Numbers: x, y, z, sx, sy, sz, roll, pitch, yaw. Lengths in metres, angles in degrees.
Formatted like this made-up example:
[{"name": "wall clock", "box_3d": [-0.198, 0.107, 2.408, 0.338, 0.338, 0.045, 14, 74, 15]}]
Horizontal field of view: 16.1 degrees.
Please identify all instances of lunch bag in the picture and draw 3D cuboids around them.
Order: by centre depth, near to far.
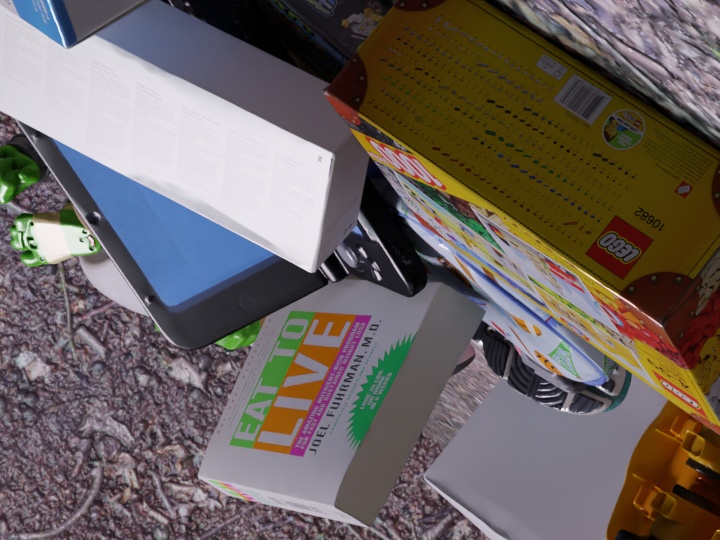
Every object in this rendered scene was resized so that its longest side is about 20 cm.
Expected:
[{"name": "lunch bag", "box_3d": [0.075, -0.017, 1.377, 0.160, 0.076, 0.200, 40, 175, -14]}]

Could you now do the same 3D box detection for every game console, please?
[{"name": "game console", "box_3d": [-0.082, -0.049, 1.371, 0.200, 0.116, 0.176, 56, 168, -19]}]

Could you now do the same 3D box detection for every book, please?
[{"name": "book", "box_3d": [-0.014, 0.072, 1.426, 0.048, 0.134, 0.200, 33, 166, -21]}]

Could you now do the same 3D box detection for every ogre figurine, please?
[{"name": "ogre figurine", "box_3d": [-0.139, -0.040, 1.625, 0.199, 0.120, 0.098, 20, 135, 5]}]

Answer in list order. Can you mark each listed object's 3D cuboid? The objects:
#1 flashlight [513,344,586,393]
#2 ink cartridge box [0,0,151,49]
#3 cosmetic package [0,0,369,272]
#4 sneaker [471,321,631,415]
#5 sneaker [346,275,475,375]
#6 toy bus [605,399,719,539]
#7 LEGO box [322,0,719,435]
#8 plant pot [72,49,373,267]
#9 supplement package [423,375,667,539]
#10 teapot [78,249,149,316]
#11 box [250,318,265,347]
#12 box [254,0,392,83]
[{"name": "flashlight", "box_3d": [0.076, 0.001, 1.568, 0.200, 0.068, 0.068, 34, 180, 40]}, {"name": "ink cartridge box", "box_3d": [-0.182, -0.216, 1.243, 0.200, 0.084, 0.146, 34, 151, 45]}, {"name": "cosmetic package", "box_3d": [-0.090, -0.084, 1.292, 0.199, 0.051, 0.083, 28, 137, 16]}, {"name": "sneaker", "box_3d": [0.117, 0.033, 1.628, 0.079, 0.078, 0.200, 20, -168, -36]}, {"name": "sneaker", "box_3d": [0.000, 0.000, 1.577, 0.200, 0.074, 0.088, 28, 139, 50]}, {"name": "toy bus", "box_3d": [0.255, 0.151, 1.380, 0.191, 0.136, 0.200, 25, -177, -23]}, {"name": "LEGO box", "box_3d": [0.098, -0.029, 1.138, 0.200, 0.077, 0.149, 36, 173, 30]}, {"name": "plant pot", "box_3d": [-0.073, -0.082, 1.520, 0.201, 0.200, 0.093, 35, 133, 39]}, {"name": "supplement package", "box_3d": [0.189, 0.168, 1.713, 0.200, 0.147, 0.191, 44, 173, -38]}, {"name": "teapot", "box_3d": [-0.101, -0.039, 1.823, 0.146, 0.198, 0.200, 30, -170, -25]}, {"name": "box", "box_3d": [-0.010, 0.050, 2.179, 0.097, 0.125, 0.200, 41, 173, -16]}, {"name": "box", "box_3d": [-0.039, -0.147, 1.308, 0.200, 0.035, 0.110, 40, 174, -3]}]
